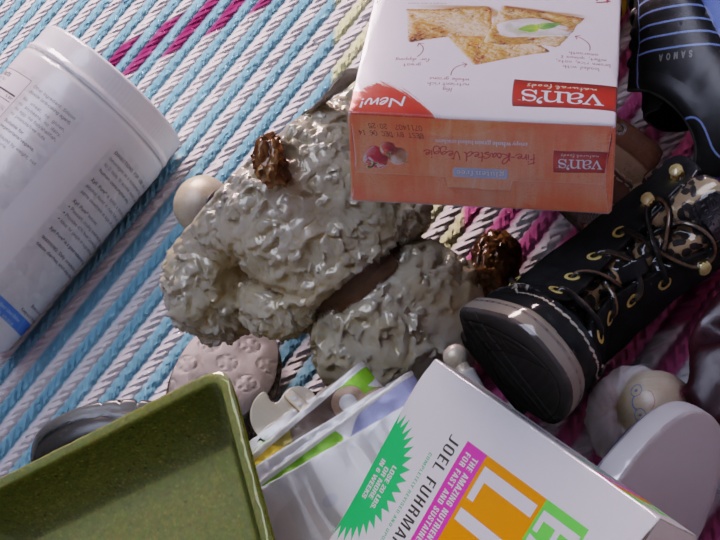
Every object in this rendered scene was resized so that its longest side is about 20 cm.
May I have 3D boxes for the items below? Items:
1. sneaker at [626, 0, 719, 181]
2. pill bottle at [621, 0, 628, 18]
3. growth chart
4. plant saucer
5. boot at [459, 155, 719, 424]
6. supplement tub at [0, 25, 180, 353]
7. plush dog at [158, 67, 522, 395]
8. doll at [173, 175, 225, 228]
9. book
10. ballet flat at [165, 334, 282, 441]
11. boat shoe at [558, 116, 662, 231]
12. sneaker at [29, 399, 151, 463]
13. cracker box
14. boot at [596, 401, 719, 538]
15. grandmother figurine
[{"bbox_3d":[0.177,-0.134,1.132,0.078,0.070,0.201,-34,56,15],"label":"sneaker"},{"bbox_3d":[0.143,-0.229,1.244,0.112,0.112,0.201,15,65,47],"label":"pill bottle"},{"bbox_3d":[-0.007,0.121,1.041,0.199,0.018,0.146,-25,71,4],"label":"growth chart"},{"bbox_3d":[-0.110,0.181,1.015,0.199,0.048,0.201,-27,67,24],"label":"plant saucer"},{"bbox_3d":[0.128,0.007,1.013,0.150,0.073,0.200,-38,-6,-4],"label":"boot"},{"bbox_3d":[-0.236,-0.055,1.402,0.200,0.132,0.132,-49,38,-10],"label":"supplement tub"},{"bbox_3d":[0.000,0.000,1.125,0.200,0.172,0.160,-41,-2,-6],"label":"plush dog"},{"bbox_3d":[-0.059,-0.029,1.287,0.199,0.049,0.137,19,67,48],"label":"doll"},{"bbox_3d":[0.060,0.136,0.926,0.134,0.048,0.200,-61,32,2],"label":"book"},{"bbox_3d":[-0.085,0.110,1.186,0.067,0.047,0.201,2,48,5],"label":"ballet flat"},{"bbox_3d":[0.108,-0.091,1.179,0.072,0.076,0.200,-47,47,3],"label":"boat shoe"},{"bbox_3d":[-0.092,0.128,1.091,0.198,0.074,0.082,10,52,11],"label":"sneaker"},{"bbox_3d":[0.071,-0.111,1.060,0.133,0.058,0.201,3,38,6],"label":"cracker box"},{"bbox_3d":[0.091,0.142,0.969,0.201,0.073,0.090,-57,36,-6],"label":"boot"},{"bbox_3d":[0.201,0.048,0.977,0.199,0.061,0.122,-21,49,25],"label":"grandmother figurine"}]
